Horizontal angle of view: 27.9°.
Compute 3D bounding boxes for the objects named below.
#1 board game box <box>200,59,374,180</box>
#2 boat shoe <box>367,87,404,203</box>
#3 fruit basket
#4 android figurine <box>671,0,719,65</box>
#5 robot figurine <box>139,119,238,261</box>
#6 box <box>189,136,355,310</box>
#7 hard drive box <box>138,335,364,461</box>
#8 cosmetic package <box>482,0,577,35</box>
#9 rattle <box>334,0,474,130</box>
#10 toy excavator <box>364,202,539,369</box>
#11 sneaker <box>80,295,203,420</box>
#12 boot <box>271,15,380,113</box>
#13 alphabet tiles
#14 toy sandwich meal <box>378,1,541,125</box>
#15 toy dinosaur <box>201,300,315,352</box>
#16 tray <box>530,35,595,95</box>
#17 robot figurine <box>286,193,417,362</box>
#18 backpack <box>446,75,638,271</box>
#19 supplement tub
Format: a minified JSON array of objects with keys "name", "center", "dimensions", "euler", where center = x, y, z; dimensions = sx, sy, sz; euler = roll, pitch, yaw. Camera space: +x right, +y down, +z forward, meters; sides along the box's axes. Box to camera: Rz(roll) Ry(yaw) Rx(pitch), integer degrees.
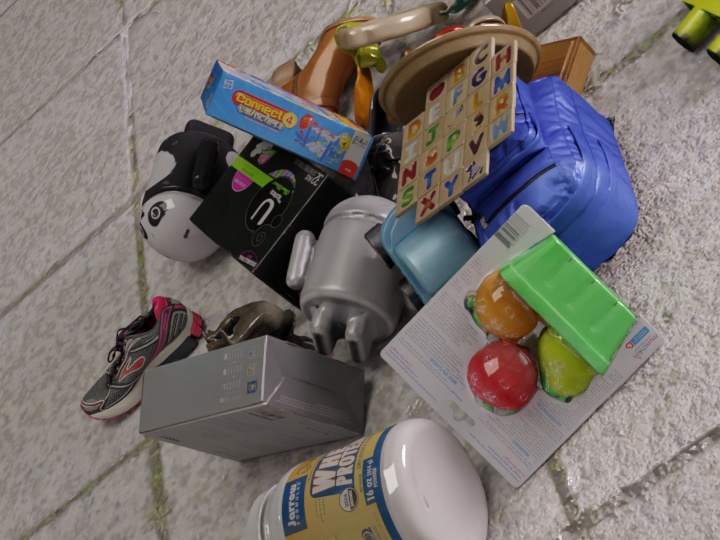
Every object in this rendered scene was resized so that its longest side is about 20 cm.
[{"name":"board game box","center":[-0.094,-0.186,1.769],"dimensions":[0.056,0.195,0.200],"euler":[-65,13,8]},{"name":"boat shoe","center":[0.035,-0.146,1.752],"dimensions":[0.070,0.066,0.201],"euler":[-25,42,33]},{"name":"fruit basket","center":[0.151,0.071,1.358],"dimensions":[0.200,0.185,0.094],"euler":[-47,0,14]},{"name":"android figurine","center":[0.411,-0.303,1.489],"dimensions":[0.200,0.041,0.182],"euler":[-50,34,5]},{"name":"robot figurine","center":[-0.231,-0.108,1.968],"dimensions":[0.124,0.151,0.201],"euler":[-3,53,19]},{"name":"box","center":[-0.088,-0.057,1.765],"dimensions":[0.149,0.124,0.200],"euler":[-52,36,-2]},{"name":"hard drive box","center":[-0.119,0.144,1.581],"dimensions":[0.199,0.155,0.077],"euler":[-17,62,38]},{"name":"cosmetic package","center":[0.188,-0.379,1.773],"dimensions":[0.107,0.090,0.201],"euler":[-38,34,19]},{"name":"rattle","center":[0.077,-0.279,1.848],"dimensions":[0.199,0.144,0.130],"euler":[-16,-6,-13]},{"name":"toy excavator","center":[0.102,0.014,1.475],"dimensions":[0.100,0.195,0.200],"euler":[-36,11,-1]},{"name":"sneaker","center":[-0.298,0.111,1.895],"dimensions":[0.200,0.075,0.081],"euler":[-46,35,10]},{"name":"boot","center":[-0.041,-0.237,1.927],"dimensions":[0.199,0.074,0.156],"euler":[-31,44,31]},{"name":"alphabet tiles","center":[0.095,-0.141,1.447],"dimensions":[0.166,0.006,0.201],"euler":[-36,33,38]},{"name":"toy sandwich meal","center":[0.103,-0.224,1.587],"dimensions":[0.204,0.205,0.071],"euler":[-30,63,28]},{"name":"toy dinosaur","center":[-0.120,0.064,1.613],"dimensions":[0.102,0.200,0.077],"euler":[-33,66,2]},{"name":"tray","center":[0.170,-0.207,1.680],"dimensions":[0.199,0.037,0.099],"euler":[-5,56,46]},{"name":"robot figurine","center":[0.000,0.000,1.620],"dimensions":[0.168,0.113,0.201],"euler":[13,63,9]},{"name":"backpack","center":[0.172,-0.082,1.456],"dimensions":[0.163,0.167,0.201],"euler":[-45,35,28]},{"name":"supplement tub","center":[0.005,0.236,1.376],"dimensions":[0.199,0.144,0.145],"euler":[-26,42,31]}]
